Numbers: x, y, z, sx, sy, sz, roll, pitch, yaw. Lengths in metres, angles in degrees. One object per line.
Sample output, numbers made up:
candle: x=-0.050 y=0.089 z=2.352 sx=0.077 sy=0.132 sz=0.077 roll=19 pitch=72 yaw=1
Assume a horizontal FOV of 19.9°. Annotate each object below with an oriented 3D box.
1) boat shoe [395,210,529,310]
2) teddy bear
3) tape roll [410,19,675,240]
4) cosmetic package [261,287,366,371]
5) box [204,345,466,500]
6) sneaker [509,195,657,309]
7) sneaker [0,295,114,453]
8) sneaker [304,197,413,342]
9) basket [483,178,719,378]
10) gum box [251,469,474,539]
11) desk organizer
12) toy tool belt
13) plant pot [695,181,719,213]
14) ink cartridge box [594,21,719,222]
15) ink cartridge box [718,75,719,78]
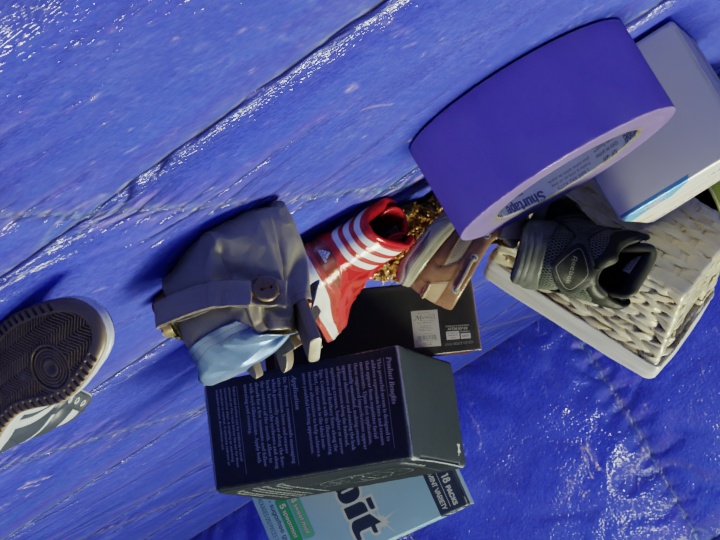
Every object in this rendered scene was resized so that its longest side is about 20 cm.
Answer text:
boat shoe: x=0.116 y=-0.050 z=1.813 sx=0.200 sy=0.072 sz=0.076 roll=-50 pitch=177 yaw=-1
teddy bear: x=0.088 y=-0.040 z=1.921 sx=0.145 sy=0.067 sz=0.200 roll=-37 pitch=171 yaw=26
tape roll: x=0.145 y=-0.111 z=1.637 sx=0.200 sy=0.085 sz=0.200 roll=-29 pitch=172 yaw=-4
cosmetic package: x=-0.045 y=0.082 z=2.118 sx=0.107 sy=0.085 sz=0.200 roll=-24 pitch=171 yaw=-13
box: x=-0.023 y=0.146 z=1.925 sx=0.199 sy=0.107 sz=0.148 roll=-11 pitch=167 yaw=19
sneaker: x=0.195 y=-0.014 z=1.769 sx=0.199 sy=0.114 sz=0.076 roll=-46 pitch=153 yaw=-78
sneaker: x=-0.220 y=0.068 z=1.471 sx=0.200 sy=0.070 sz=0.108 roll=-39 pitch=172 yaw=35
sneaker: x=0.000 y=0.000 z=1.816 sx=0.115 sy=0.078 sz=0.200 roll=-29 pitch=173 yaw=-1
basket: x=0.240 y=-0.019 z=1.956 sx=0.136 sy=0.200 sz=0.124 roll=-48 pitch=163 yaw=-36
gum box: x=-0.013 y=0.196 z=2.047 sx=0.200 sy=0.170 sz=0.045 roll=-26 pitch=170 yaw=10
desk organizer: x=0.007 y=0.058 z=1.970 sx=0.199 sy=0.072 sz=0.077 roll=-5 pitch=169 yaw=-12
toy tool belt: x=-0.093 y=0.041 z=1.568 sx=0.125 sy=0.123 sz=0.200 roll=-26 pitch=171 yaw=-30
plant pot: x=0.326 y=-0.106 z=2.082 sx=0.200 sy=0.187 sz=0.187 roll=-44 pitch=-177 yaw=-42
ink cartridge box: x=0.268 y=-0.127 z=1.825 sx=0.128 sy=0.125 sz=0.200 roll=-32 pitch=173 yaw=13
ink cartridge box: x=0.441 y=-0.201 z=2.270 sx=0.162 sy=0.050 sz=0.200 roll=-28 pitch=168 yaw=-18
